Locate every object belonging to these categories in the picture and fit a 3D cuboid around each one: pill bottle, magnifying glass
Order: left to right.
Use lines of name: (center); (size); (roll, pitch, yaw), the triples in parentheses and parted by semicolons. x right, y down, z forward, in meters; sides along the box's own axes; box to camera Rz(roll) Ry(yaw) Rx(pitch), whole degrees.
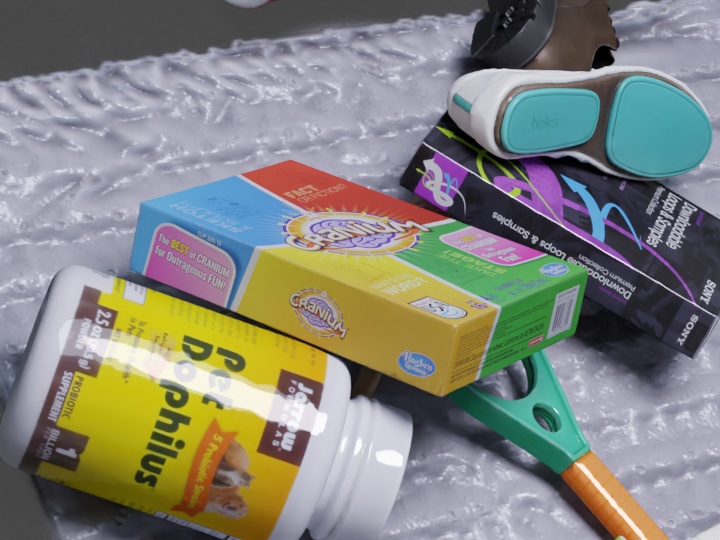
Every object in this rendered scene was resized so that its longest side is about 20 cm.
pill bottle: (-0.078, 0.078, 1.359); (0.199, 0.109, 0.110); (19, 47, -8)
magnifying glass: (0.107, 0.090, 1.474); (0.200, 0.022, 0.079); (51, 39, 8)

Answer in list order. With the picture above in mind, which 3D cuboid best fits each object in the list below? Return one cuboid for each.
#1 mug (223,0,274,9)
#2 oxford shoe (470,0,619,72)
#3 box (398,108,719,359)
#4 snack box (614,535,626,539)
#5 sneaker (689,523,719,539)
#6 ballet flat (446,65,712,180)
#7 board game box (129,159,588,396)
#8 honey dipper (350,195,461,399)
mug: (-0.004, -0.256, 1.658); (0.199, 0.134, 0.178); (-10, 59, -34)
oxford shoe: (0.127, -0.166, 1.693); (0.084, 0.073, 0.200); (44, 40, -20)
box: (0.131, -0.036, 1.565); (0.199, 0.036, 0.143); (32, 26, 2)
snack box: (0.156, 0.252, 1.312); (0.200, 0.053, 0.142); (42, 83, 12)
sneaker: (0.266, 0.166, 1.458); (0.199, 0.077, 0.111); (-27, 61, -33)
ballet flat: (0.129, -0.095, 1.570); (0.199, 0.069, 0.070); (2, 50, -44)
board game box: (0.000, 0.000, 1.423); (0.199, 0.041, 0.153); (21, 21, 26)
honey dipper: (0.014, 0.036, 1.489); (0.038, 0.038, 0.200); (27, 51, -1)
